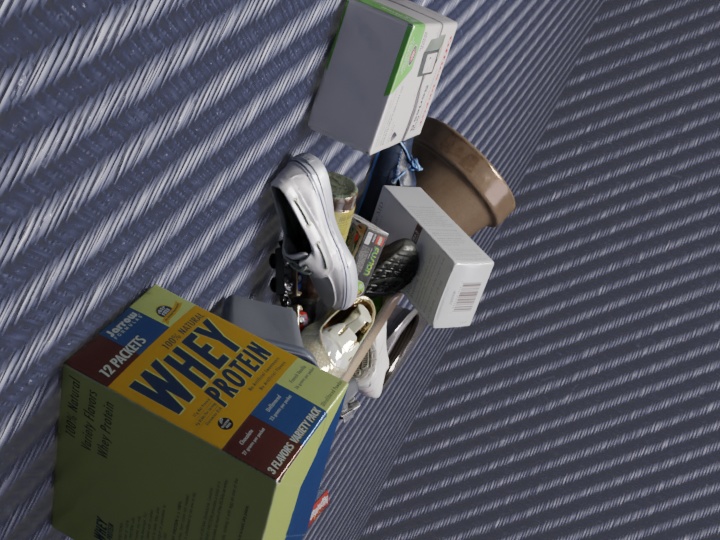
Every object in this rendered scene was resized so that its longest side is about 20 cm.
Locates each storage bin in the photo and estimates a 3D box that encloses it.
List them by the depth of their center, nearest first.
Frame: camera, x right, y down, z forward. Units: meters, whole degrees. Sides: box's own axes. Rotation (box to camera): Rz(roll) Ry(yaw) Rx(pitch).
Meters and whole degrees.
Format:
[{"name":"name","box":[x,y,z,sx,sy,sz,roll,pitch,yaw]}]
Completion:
[{"name":"storage bin","box":[-0.132,0.129,1.060,0.135,0.143,0.203,-103,-151,-63]}]

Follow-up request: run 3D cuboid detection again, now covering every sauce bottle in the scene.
[{"name":"sauce bottle","box":[-0.054,-0.019,1.223,0.065,0.064,0.203,-46,156,-57]}]

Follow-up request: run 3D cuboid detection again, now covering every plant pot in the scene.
[{"name":"plant pot","box":[0.110,-0.102,1.538,0.175,0.200,0.200,-46,165,-6]}]

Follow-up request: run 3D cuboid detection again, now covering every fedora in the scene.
[{"name":"fedora","box":[0.037,0.124,1.810,0.202,0.089,0.177,-57,164,-12]}]

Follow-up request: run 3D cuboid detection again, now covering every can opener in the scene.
[{"name":"can opener","box":[-0.081,0.210,1.444,0.198,0.053,0.068,-24,120,-39]}]

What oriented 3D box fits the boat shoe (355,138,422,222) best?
[{"name":"boat shoe","box":[0.053,-0.135,1.446,0.084,0.068,0.203,-40,152,-63]}]

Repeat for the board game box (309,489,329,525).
[{"name":"board game box","box":[-0.143,0.264,1.099,0.103,0.196,0.020,-25,111,-70]}]

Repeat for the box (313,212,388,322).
[{"name":"box","box":[-0.038,0.026,1.302,0.110,0.034,0.203,36,-75,60]}]

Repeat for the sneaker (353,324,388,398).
[{"name":"sneaker","box":[0.010,0.110,1.589,0.100,0.076,0.203,63,29,-51]}]

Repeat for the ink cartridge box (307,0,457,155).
[{"name":"ink cartridge box","box":[0.030,-0.226,1.145,0.200,0.083,0.148,-36,148,-66]}]

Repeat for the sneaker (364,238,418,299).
[{"name":"sneaker","box":[0.000,0.000,1.345,0.075,0.092,0.199,11,147,-39]}]

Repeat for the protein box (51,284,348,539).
[{"name":"protein box","box":[-0.142,0.161,0.872,0.135,0.197,0.201,-48,159,-52]}]

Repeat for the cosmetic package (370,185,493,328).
[{"name":"cosmetic package","box":[0.087,-0.022,1.350,0.073,0.200,0.103,0,122,-34]}]

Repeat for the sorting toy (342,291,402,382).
[{"name":"sorting toy","box":[-0.015,0.077,1.458,0.187,0.036,0.200,-58,-164,10]}]

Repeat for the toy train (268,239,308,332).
[{"name":"toy train","box":[-0.079,0.066,1.159,0.045,0.034,0.204,7,78,-49]}]

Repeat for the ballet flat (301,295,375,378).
[{"name":"ballet flat","box":[-0.026,0.075,1.158,0.062,0.068,0.200,-34,-170,21]}]

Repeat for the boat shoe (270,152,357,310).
[{"name":"boat shoe","box":[-0.060,-0.031,1.122,0.067,0.073,0.203,-37,126,-31]}]
